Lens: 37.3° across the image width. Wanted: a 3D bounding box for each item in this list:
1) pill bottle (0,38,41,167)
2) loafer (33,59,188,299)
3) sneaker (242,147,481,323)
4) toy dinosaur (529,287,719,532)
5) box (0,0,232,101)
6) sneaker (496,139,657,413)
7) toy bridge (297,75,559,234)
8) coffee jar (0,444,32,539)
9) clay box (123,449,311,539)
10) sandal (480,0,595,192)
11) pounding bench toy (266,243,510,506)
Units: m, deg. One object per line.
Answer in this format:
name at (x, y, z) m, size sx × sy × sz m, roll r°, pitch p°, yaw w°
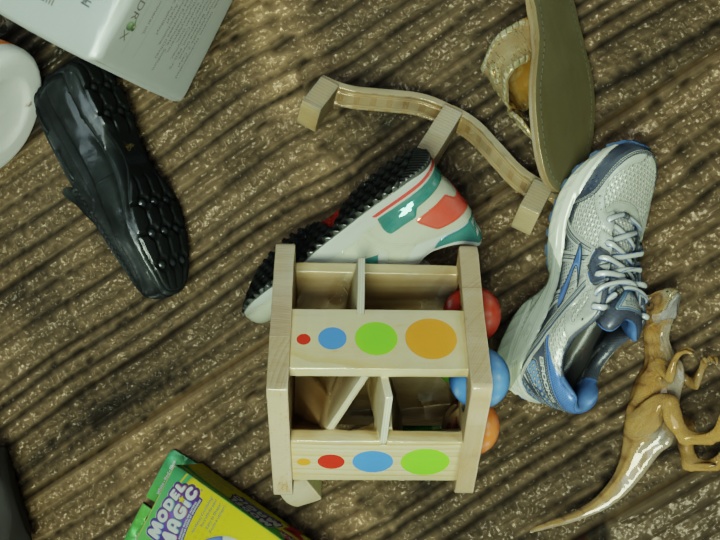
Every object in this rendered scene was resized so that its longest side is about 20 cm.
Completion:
pill bottle at (-0.367, -0.161, 0.851) m, size 0.200 × 0.110 × 0.110 m, roll 25°, pitch 94°, yaw 10°
loafer at (-0.197, -0.067, 0.842) m, size 0.070 × 0.068 × 0.201 m, roll -27°, pitch 86°, yaw 28°
sneaker at (0.000, 0.000, 0.789) m, size 0.200 × 0.070 × 0.093 m, roll -36°, pitch 110°, yaw 26°
toy dinosaur at (0.211, 0.115, 0.769) m, size 0.106 × 0.060 × 0.200 m, roll 18°, pitch 87°, yaw 35°
box at (-0.195, -0.265, 0.787) m, size 0.199 × 0.171 × 0.200 m, roll 30°, pitch 94°, yaw 10°
sneaker at (0.171, 0.010, 0.745) m, size 0.077 × 0.085 × 0.200 m, roll 13°, pitch 101°, yaw -30°
toy bridge at (0.056, -0.095, 0.793) m, size 0.200 × 0.027 × 0.067 m, roll 26°, pitch 54°, yaw 8°
coffee jar at (-0.366, 0.212, 0.856) m, size 0.200 × 0.085 × 0.105 m, roll -20°, pitch 82°, yaw 11°
clay box at (-0.103, 0.232, 0.807) m, size 0.200 × 0.048 × 0.115 m, roll 29°, pitch 93°, yaw 22°
sandal at (0.122, -0.161, 0.786) m, size 0.070 × 0.078 × 0.212 m, roll -1°, pitch 92°, yaw 44°
pounding bench toy at (0.018, 0.093, 0.757) m, size 0.156 × 0.200 × 0.124 m, roll 1°, pitch 47°, yaw -1°
